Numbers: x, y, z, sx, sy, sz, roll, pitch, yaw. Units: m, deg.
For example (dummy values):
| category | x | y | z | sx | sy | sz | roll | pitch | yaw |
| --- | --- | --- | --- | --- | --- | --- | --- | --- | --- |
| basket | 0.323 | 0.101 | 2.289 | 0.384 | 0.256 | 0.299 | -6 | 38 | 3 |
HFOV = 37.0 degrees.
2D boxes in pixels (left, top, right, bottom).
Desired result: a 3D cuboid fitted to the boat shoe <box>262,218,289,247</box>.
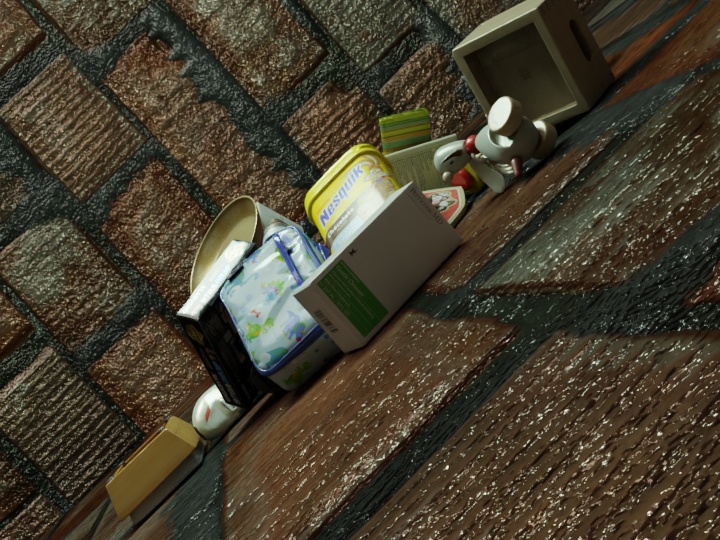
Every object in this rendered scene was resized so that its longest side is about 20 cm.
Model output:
| category | x | y | z | sx | sy | sz | roll | pitch | yaw |
| --- | --- | --- | --- | --- | --- | --- | --- | --- | --- |
| boat shoe | -0.096 | 0.011 | 1.613 | 0.071 | 0.202 | 0.073 | -12 | 31 | 0 |

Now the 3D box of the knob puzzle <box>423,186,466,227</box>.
| category | x | y | z | sx | sy | sz | roll | pitch | yaw |
| --- | --- | --- | --- | --- | --- | --- | --- | --- | --- |
| knob puzzle | 0.075 | -0.088 | 1.642 | 0.217 | 0.031 | 0.220 | -17 | 23 | 8 |

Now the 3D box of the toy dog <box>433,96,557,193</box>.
| category | x | y | z | sx | sy | sz | roll | pitch | yaw |
| --- | --- | --- | --- | --- | --- | --- | --- | --- | --- |
| toy dog | 0.175 | -0.148 | 1.439 | 0.200 | 0.130 | 0.098 | 129 | 154 | -65 |

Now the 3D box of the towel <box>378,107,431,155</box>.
| category | x | y | z | sx | sy | sz | roll | pitch | yaw |
| --- | --- | --- | --- | --- | --- | --- | --- | --- | --- |
| towel | 0.084 | -0.175 | 1.834 | 0.085 | 0.202 | 0.018 | -11 | 29 | -5 |

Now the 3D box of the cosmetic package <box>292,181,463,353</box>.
| category | x | y | z | sx | sy | sz | roll | pitch | yaw |
| --- | --- | --- | --- | --- | --- | --- | --- | --- | --- |
| cosmetic package | 0.022 | -0.004 | 1.366 | 0.200 | 0.108 | 0.085 | -46 | 6 | -20 |

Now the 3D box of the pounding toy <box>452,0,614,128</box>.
| category | x | y | z | sx | sy | sz | roll | pitch | yaw |
| --- | --- | --- | --- | --- | --- | --- | --- | --- | --- |
| pounding toy | 0.255 | -0.279 | 1.541 | 0.183 | 0.201 | 0.142 | -18 | 21 | 44 |

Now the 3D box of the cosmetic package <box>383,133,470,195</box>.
| category | x | y | z | sx | sy | sz | roll | pitch | yaw |
| --- | --- | --- | --- | --- | --- | --- | --- | --- | --- |
| cosmetic package | 0.074 | -0.146 | 1.775 | 0.197 | 0.105 | 0.073 | -16 | 3 | -4 |

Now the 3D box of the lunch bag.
| category | x | y | z | sx | sy | sz | roll | pitch | yaw |
| --- | --- | --- | --- | --- | --- | --- | --- | --- | --- |
| lunch bag | -0.096 | 0.046 | 1.471 | 0.160 | 0.082 | 0.201 | -39 | 48 | 10 |

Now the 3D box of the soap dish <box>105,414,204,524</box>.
| category | x | y | z | sx | sy | sz | roll | pitch | yaw |
| --- | --- | --- | --- | --- | --- | --- | --- | --- | --- |
| soap dish | -0.325 | 0.310 | 1.710 | 0.157 | 0.081 | 0.200 | -44 | 3 | -5 |

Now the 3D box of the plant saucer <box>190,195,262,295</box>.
| category | x | y | z | sx | sy | sz | roll | pitch | yaw |
| --- | --- | --- | --- | --- | --- | --- | --- | --- | --- |
| plant saucer | -0.220 | -0.028 | 1.821 | 0.200 | 0.035 | 0.202 | -38 | 38 | 37 |

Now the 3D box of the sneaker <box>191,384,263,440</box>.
| category | x | y | z | sx | sy | sz | roll | pitch | yaw |
| --- | --- | --- | --- | --- | --- | --- | --- | --- | --- |
| sneaker | -0.195 | 0.189 | 1.743 | 0.200 | 0.070 | 0.093 | -44 | -2 | -41 |

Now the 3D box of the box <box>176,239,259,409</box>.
| category | x | y | z | sx | sy | sz | roll | pitch | yaw |
| --- | --- | --- | --- | --- | --- | --- | --- | --- | --- |
| box | -0.178 | 0.081 | 1.602 | 0.045 | 0.201 | 0.160 | 9 | 50 | 32 |

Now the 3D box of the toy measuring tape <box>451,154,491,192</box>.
| category | x | y | z | sx | sy | sz | roll | pitch | yaw |
| --- | --- | --- | --- | --- | --- | --- | --- | --- | --- |
| toy measuring tape | 0.196 | -0.157 | 1.664 | 0.074 | 0.074 | 0.199 | -45 | 27 | -26 |

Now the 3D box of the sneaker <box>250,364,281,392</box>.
| category | x | y | z | sx | sy | sz | roll | pitch | yaw |
| --- | --- | --- | --- | --- | --- | --- | --- | --- | --- |
| sneaker | -0.085 | 0.090 | 1.576 | 0.200 | 0.070 | 0.093 | -47 | 8 | -2 |

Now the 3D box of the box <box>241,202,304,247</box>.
| category | x | y | z | sx | sy | sz | roll | pitch | yaw |
| --- | --- | --- | --- | --- | --- | --- | --- | --- | --- |
| box | -0.168 | 0.012 | 1.851 | 0.153 | 0.106 | 0.201 | -48 | 33 | 22 |

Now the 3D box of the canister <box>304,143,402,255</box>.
| category | x | y | z | sx | sy | sz | roll | pitch | yaw |
| --- | --- | --- | --- | --- | --- | --- | --- | --- | --- |
| canister | 0.007 | -0.079 | 1.558 | 0.148 | 0.086 | 0.201 | -44 | 34 | 10 |

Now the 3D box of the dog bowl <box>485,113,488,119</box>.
| category | x | y | z | sx | sy | sz | roll | pitch | yaw |
| --- | --- | --- | --- | --- | --- | --- | --- | --- | --- |
| dog bowl | 0.301 | -0.293 | 1.750 | 0.200 | 0.079 | 0.200 | -43 | 4 | 4 |
